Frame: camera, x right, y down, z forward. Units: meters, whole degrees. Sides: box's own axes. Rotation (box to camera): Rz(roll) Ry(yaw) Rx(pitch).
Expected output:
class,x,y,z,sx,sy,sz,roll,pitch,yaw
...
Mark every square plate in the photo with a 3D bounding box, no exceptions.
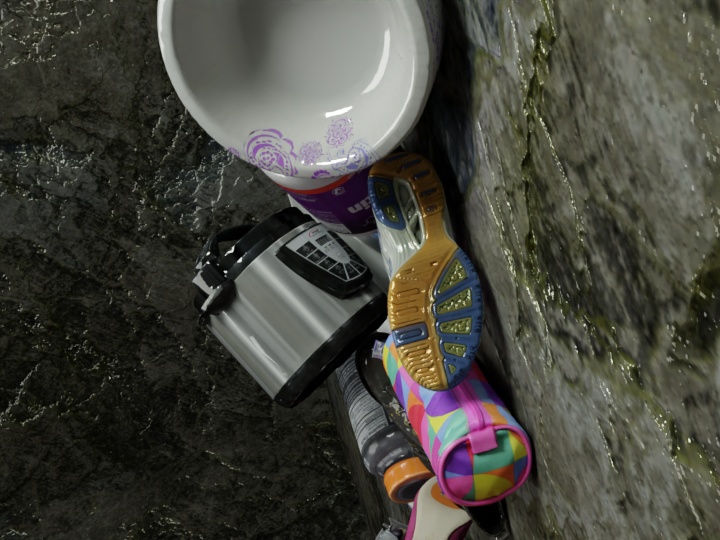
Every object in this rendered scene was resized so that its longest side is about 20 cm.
class,x,y,z,sx,sy,sz,roll,pitch,yaw
square plate,0.000,0.000,0.964,0.200,0.028,0.199,38,158,32

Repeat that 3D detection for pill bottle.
class,x,y,z,sx,sy,sz,roll,pitch,yaw
pill bottle,0.041,0.183,1.004,0.107,0.105,0.201,85,169,-50
pill bottle,-0.017,-0.101,0.764,0.200,0.112,0.113,38,-148,-66

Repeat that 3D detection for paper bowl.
class,x,y,z,sx,sy,sz,roll,pitch,yaw
paper bowl,-0.037,-0.177,0.592,0.105,0.199,0.202,-69,-24,-52

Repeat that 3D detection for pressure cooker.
class,x,y,z,sx,sy,sz,roll,pitch,yaw
pressure cooker,-0.088,0.029,0.897,0.200,0.178,0.176,46,165,9

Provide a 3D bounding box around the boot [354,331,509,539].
class,x,y,z,sx,sy,sz,roll,pitch,yaw
boot,0.075,0.159,0.810,0.201,0.069,0.174,56,176,-12

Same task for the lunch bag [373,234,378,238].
class,x,y,z,sx,sy,sz,roll,pitch,yaw
lunch bag,0.001,-0.058,1.011,0.201,0.094,0.151,55,164,23

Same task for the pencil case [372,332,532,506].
class,x,y,z,sx,sy,sz,roll,pitch,yaw
pencil case,0.076,0.111,0.700,0.200,0.088,0.089,-120,17,-60

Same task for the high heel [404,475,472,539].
class,x,y,z,sx,sy,sz,roll,pitch,yaw
high heel,0.072,0.296,0.842,0.200,0.067,0.097,-60,-11,-66

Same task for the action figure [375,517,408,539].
class,x,y,z,sx,sy,sz,roll,pitch,yaw
action figure,0.082,0.371,1.035,0.200,0.129,0.070,121,169,-76

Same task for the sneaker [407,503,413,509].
class,x,y,z,sx,sy,sz,roll,pitch,yaw
sneaker,0.066,0.258,1.078,0.201,0.075,0.089,-112,10,-52

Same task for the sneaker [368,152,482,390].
class,x,y,z,sx,sy,sz,roll,pitch,yaw
sneaker,0.057,0.004,0.671,0.088,0.075,0.202,70,-169,-69
